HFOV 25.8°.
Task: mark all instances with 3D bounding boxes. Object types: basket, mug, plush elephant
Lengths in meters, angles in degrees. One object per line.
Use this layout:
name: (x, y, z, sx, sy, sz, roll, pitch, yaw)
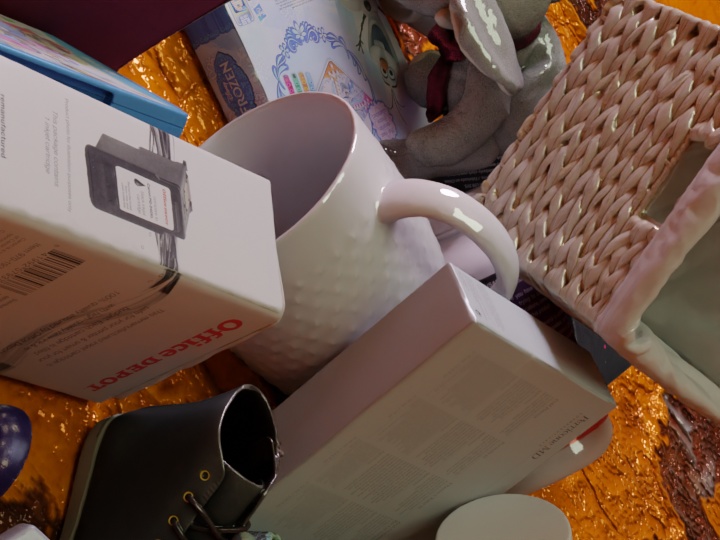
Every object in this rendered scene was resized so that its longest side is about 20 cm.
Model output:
basket: (0.207, -0.035, 0.982, 0.200, 0.199, 0.161, 32, 3, -46)
mug: (0.000, 0.000, 0.947, 0.176, 0.198, 0.149, 52, 40, -35)
plush elephant: (0.080, -0.157, 1.057, 0.165, 0.198, 0.156, -55, 134, -44)

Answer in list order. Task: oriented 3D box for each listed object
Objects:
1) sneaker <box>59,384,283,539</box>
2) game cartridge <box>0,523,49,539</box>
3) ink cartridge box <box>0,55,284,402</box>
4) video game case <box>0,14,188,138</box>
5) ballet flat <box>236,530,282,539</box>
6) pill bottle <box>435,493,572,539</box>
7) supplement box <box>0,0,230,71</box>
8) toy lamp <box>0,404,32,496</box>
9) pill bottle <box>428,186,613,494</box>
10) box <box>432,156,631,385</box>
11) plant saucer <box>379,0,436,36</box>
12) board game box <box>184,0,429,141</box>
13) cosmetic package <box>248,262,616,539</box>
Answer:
sneaker: (-0.100, 0.152, 0.799, 0.075, 0.106, 0.202, 32, 47, -42)
game cartridge: (-0.149, 0.226, 0.714, 0.133, 0.040, 0.202, -28, 97, -31)
ink cartridge box: (-0.155, -0.013, 0.777, 0.199, 0.144, 0.084, 23, 51, -47)
video game case: (-0.200, -0.122, 0.799, 0.199, 0.143, 0.018, 18, 100, -49)
ballet flat: (-0.018, 0.215, 0.918, 0.200, 0.074, 0.075, 42, 41, -35)
pill bottle: (0.097, 0.244, 0.968, 0.112, 0.110, 0.202, -50, 138, -54)
supplement box: (-0.141, -0.241, 0.942, 0.103, 0.130, 0.202, 29, 49, -42)
toy lamp: (-0.238, 0.044, 0.708, 0.200, 0.058, 0.059, 35, 45, -41)
pill bottle: (0.090, 0.049, 1.087, 0.112, 0.112, 0.202, -27, 94, -57)
box: (0.132, -0.010, 1.186, 0.122, 0.105, 0.202, -26, 109, -56)
plant saucer: (0.028, -0.244, 1.184, 0.050, 0.200, 0.201, -34, 105, -14)
board game box: (-0.025, -0.126, 1.121, 0.200, 0.043, 0.200, -35, 101, -57)
cosmetic package: (0.031, 0.099, 0.933, 0.150, 0.200, 0.052, 32, 26, -42)
